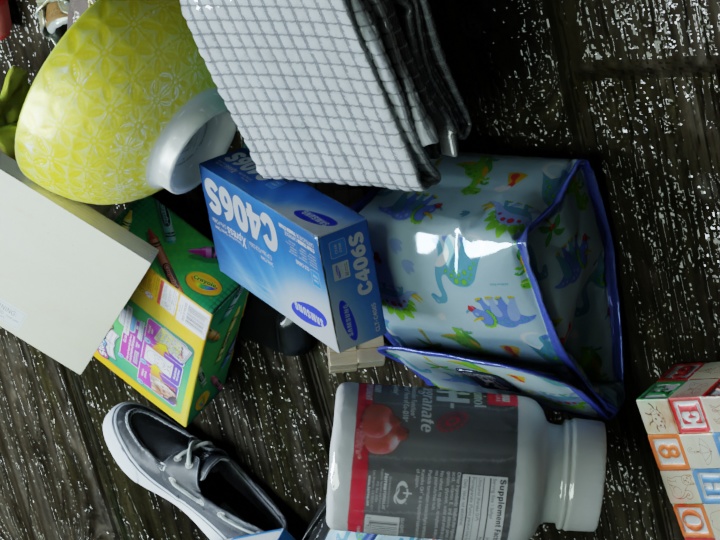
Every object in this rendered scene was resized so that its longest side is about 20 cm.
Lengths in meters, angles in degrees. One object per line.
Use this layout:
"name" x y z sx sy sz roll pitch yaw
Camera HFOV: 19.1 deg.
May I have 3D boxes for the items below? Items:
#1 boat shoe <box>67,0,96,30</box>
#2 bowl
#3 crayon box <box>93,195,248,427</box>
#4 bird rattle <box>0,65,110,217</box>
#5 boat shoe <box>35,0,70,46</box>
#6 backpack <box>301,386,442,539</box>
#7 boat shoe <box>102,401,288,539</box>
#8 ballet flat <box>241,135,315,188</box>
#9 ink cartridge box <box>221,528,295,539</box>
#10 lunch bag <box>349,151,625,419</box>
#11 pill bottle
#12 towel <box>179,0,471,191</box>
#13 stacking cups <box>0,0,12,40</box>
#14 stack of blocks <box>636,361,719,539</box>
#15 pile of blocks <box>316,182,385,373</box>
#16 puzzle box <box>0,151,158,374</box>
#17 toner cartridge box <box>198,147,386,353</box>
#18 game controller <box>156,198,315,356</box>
"boat shoe" -0.191 -0.223 1.683 0.072 0.060 0.201 21 112 0
"bowl" -0.160 -0.122 1.662 0.108 0.200 0.200 36 135 17
"crayon box" -0.166 0.036 1.826 0.119 0.058 0.200 37 148 12
"bird rattle" -0.295 -0.073 1.834 0.163 0.200 0.113 21 133 1
"boat shoe" -0.229 -0.219 1.760 0.075 0.068 0.200 -23 99 47
"backpack" 0.043 0.183 1.715 0.153 0.163 0.200 29 122 16
"boat shoe" -0.147 0.183 1.937 0.200 0.072 0.068 44 139 9
"ballet flat" -0.060 -0.132 1.665 0.067 0.064 0.201 28 130 30
"ink cartridge box" -0.065 0.330 1.903 0.200 0.084 0.146 48 142 -19
"lunch bag" 0.097 0.020 1.582 0.170 0.128 0.200 9 134 36
"pill bottle" 0.077 0.144 1.574 0.199 0.111 0.111 5 125 0
"towel" -0.022 -0.156 1.514 0.165 0.086 0.200 6 135 38
"stacking cups" -0.327 -0.292 1.822 0.060 0.060 0.201 18 131 34
"stack of blocks" 0.288 0.166 1.538 0.115 0.059 0.201 -6 111 44
"pile of blocks" 0.000 0.000 1.709 0.062 0.082 0.200 -5 133 -3
"puzzle box" -0.279 -0.018 1.734 0.200 0.025 0.133 33 121 -6
"toner cartridge box" -0.053 -0.018 1.593 0.200 0.043 0.095 31 138 56
"game controller" -0.121 0.006 1.834 0.200 0.042 0.105 23 143 31
